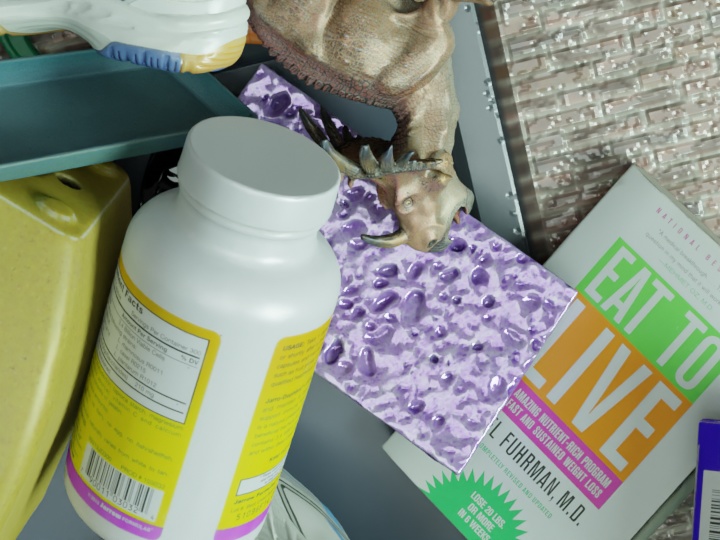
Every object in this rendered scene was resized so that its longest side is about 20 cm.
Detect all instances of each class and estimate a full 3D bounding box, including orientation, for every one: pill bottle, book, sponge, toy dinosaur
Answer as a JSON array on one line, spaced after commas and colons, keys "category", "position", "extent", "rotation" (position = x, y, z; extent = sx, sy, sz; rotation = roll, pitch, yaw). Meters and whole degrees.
[{"category": "pill bottle", "position": [-0.070, 0.032, 1.012], "extent": [0.104, 0.104, 0.201], "rotation": [17, 118, -4]}, {"category": "book", "position": [0.123, 0.064, 1.105], "extent": [0.134, 0.048, 0.200], "rotation": [44, 102, 20]}, {"category": "sponge", "position": [0.000, 0.000, 1.080], "extent": [0.199, 0.030, 0.112], "rotation": [36, 88, 0]}, {"category": "toy dinosaur", "position": [-0.009, -0.112, 1.034], "extent": [0.200, 0.086, 0.136], "rotation": [39, 87, 7]}]

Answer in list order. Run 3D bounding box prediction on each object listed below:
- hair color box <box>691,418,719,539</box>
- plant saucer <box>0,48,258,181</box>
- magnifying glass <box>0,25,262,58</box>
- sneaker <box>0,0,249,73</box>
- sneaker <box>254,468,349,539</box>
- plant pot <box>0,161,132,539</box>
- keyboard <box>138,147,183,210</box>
[{"category": "hair color box", "position": [0.252, 0.135, 1.069], "extent": [0.199, 0.065, 0.110], "rotation": [8, 86, -35]}, {"category": "plant saucer", "position": [-0.134, -0.073, 0.994], "extent": [0.070, 0.199, 0.019], "rotation": [42, 122, 22]}, {"category": "magnifying glass", "position": [-0.086, -0.129, 1.088], "extent": [0.198, 0.022, 0.080], "rotation": [3, 105, 2]}, {"category": "sneaker", "position": [-0.145, -0.155, 1.026], "extent": [0.198, 0.075, 0.089], "rotation": [11, 106, 9]}, {"category": "sneaker", "position": [-0.016, 0.170, 1.106], "extent": [0.072, 0.072, 0.200], "rotation": [-47, 71, 24]}, {"category": "plant pot", "position": [-0.211, 0.019, 1.020], "extent": [0.195, 0.194, 0.201], "rotation": [32, 109, -4]}, {"category": "keyboard", "position": [-0.025, -0.007, 1.116], "extent": [0.199, 0.040, 0.105], "rotation": [30, 85, -1]}]
